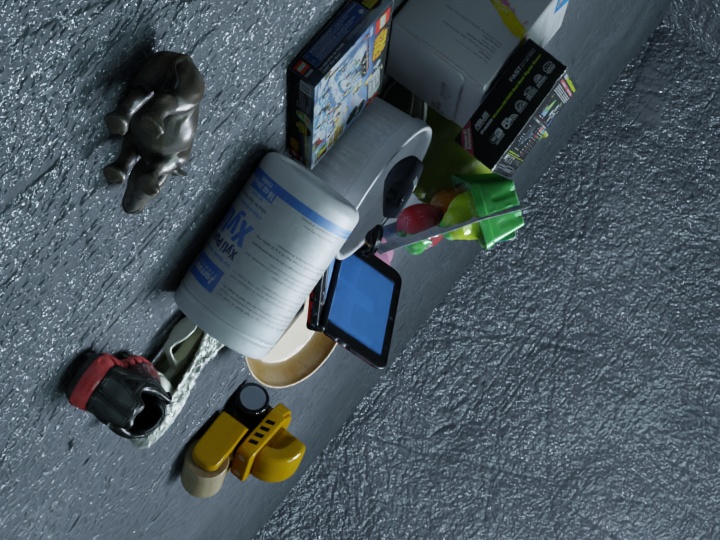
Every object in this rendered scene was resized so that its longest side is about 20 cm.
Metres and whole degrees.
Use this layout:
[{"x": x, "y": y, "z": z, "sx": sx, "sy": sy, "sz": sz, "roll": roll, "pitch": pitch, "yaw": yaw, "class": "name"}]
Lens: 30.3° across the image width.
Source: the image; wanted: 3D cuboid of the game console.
[{"x": 0.000, "y": 0.000, "z": 1.806, "sx": 0.201, "sy": 0.117, "sz": 0.174, "roll": -78, "pitch": 177, "yaw": -48, "class": "game console"}]

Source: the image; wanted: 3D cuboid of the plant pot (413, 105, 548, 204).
[{"x": 0.124, "y": -0.195, "z": 1.849, "sx": 0.193, "sy": 0.201, "sz": 0.200, "roll": -43, "pitch": 171, "yaw": 7, "class": "plant pot"}]

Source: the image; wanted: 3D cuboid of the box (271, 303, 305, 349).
[{"x": -0.118, "y": 0.018, "z": 1.692, "sx": 0.095, "sy": 0.077, "sz": 0.200, "roll": -50, "pitch": 169, "yaw": -24, "class": "box"}]

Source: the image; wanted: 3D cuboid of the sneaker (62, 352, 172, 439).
[{"x": -0.247, "y": 0.139, "z": 1.445, "sx": 0.071, "sy": 0.097, "sz": 0.200, "roll": -55, "pitch": 171, "yaw": 0, "class": "sneaker"}]

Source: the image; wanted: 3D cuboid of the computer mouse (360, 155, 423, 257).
[{"x": 0.029, "y": -0.076, "z": 1.618, "sx": 0.200, "sy": 0.034, "sz": 0.059, "roll": 121, "pitch": -10, "yaw": -53, "class": "computer mouse"}]

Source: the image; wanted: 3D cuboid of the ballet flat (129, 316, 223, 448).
[{"x": -0.227, "y": 0.114, "z": 1.582, "sx": 0.201, "sy": 0.071, "sz": 0.072, "roll": -57, "pitch": 171, "yaw": -13, "class": "ballet flat"}]

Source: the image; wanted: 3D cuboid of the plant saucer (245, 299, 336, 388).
[{"x": -0.098, "y": 0.069, "z": 1.892, "sx": 0.199, "sy": 0.035, "sz": 0.202, "roll": -27, "pitch": 130, "yaw": -37, "class": "plant saucer"}]

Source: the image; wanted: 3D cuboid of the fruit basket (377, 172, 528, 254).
[{"x": 0.109, "y": -0.060, "z": 1.742, "sx": 0.198, "sy": 0.095, "sz": 0.185, "roll": -24, "pitch": -168, "yaw": -3, "class": "fruit basket"}]

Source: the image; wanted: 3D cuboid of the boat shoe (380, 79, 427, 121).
[{"x": 0.030, "y": -0.166, "z": 1.765, "sx": 0.060, "sy": 0.072, "sz": 0.204, "roll": 0, "pitch": 114, "yaw": -57, "class": "boat shoe"}]

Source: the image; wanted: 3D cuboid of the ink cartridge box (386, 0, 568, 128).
[{"x": 0.147, "y": -0.306, "z": 1.648, "sx": 0.201, "sy": 0.144, "sz": 0.147, "roll": -51, "pitch": 170, "yaw": -15, "class": "ink cartridge box"}]

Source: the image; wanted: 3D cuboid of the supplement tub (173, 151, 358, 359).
[{"x": -0.104, "y": -0.018, "z": 1.489, "sx": 0.201, "sy": 0.131, "sz": 0.132, "roll": -55, "pitch": 170, "yaw": 6, "class": "supplement tub"}]

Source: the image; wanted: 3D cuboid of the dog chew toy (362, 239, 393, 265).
[{"x": -0.010, "y": 0.002, "z": 2.043, "sx": 0.200, "sy": 0.124, "sz": 0.125, "roll": -54, "pitch": 174, "yaw": -45, "class": "dog chew toy"}]

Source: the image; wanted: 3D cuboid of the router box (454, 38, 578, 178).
[{"x": 0.196, "y": -0.196, "z": 1.645, "sx": 0.150, "sy": 0.062, "sz": 0.200, "roll": -53, "pitch": 171, "yaw": 9, "class": "router box"}]

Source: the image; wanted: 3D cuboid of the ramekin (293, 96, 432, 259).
[{"x": -0.009, "y": -0.125, "z": 1.646, "sx": 0.201, "sy": 0.105, "sz": 0.200, "roll": -52, "pitch": 171, "yaw": -12, "class": "ramekin"}]

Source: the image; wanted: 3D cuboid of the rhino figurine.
[{"x": -0.169, "y": -0.105, "z": 1.099, "sx": 0.088, "sy": 0.059, "sz": 0.200, "roll": -60, "pitch": 178, "yaw": -30, "class": "rhino figurine"}]

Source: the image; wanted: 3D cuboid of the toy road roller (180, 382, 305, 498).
[{"x": -0.180, "y": 0.294, "z": 2.129, "sx": 0.200, "sy": 0.145, "sz": 0.123, "roll": -47, "pitch": 168, "yaw": -32, "class": "toy road roller"}]

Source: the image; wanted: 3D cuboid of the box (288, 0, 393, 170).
[{"x": -0.025, "y": -0.211, "z": 1.472, "sx": 0.137, "sy": 0.040, "sz": 0.200, "roll": -50, "pitch": 169, "yaw": -19, "class": "box"}]
